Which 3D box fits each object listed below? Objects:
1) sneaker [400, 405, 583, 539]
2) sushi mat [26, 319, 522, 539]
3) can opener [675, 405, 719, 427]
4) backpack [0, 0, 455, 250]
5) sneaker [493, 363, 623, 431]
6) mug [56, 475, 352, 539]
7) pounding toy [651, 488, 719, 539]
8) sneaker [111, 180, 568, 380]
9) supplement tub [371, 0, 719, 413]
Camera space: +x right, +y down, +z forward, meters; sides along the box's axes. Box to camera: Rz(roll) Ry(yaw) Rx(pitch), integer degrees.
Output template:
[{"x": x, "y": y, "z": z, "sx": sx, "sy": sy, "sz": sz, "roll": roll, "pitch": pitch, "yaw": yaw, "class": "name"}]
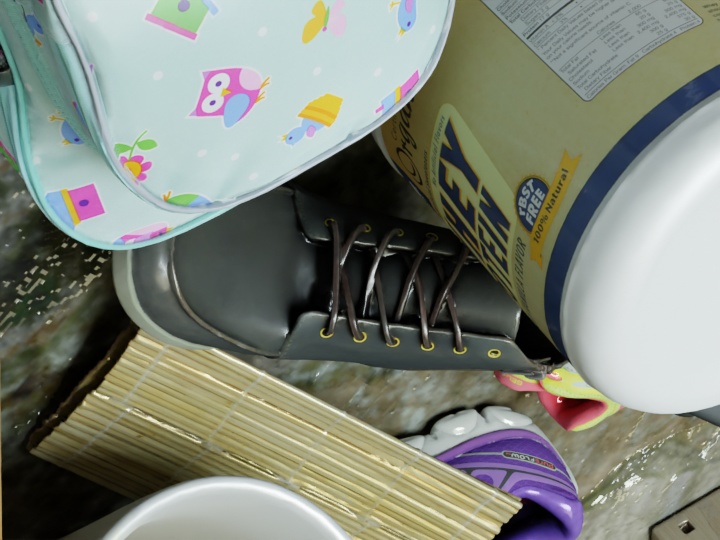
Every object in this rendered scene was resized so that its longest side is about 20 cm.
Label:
[{"x": 0.016, "y": 0.126, "z": 1.051, "sx": 0.199, "sy": 0.084, "sz": 0.081, "roll": -21, "pitch": 137, "yaw": -21, "class": "sneaker"}, {"x": -0.034, "y": 0.087, "z": 0.956, "sx": 0.199, "sy": 0.012, "sz": 0.096, "roll": 29, "pitch": 123, "yaw": -27, "class": "sushi mat"}, {"x": 0.161, "y": 0.036, "z": 1.015, "sx": 0.200, "sy": 0.053, "sz": 0.067, "roll": 24, "pitch": 83, "yaw": -60, "class": "can opener"}, {"x": -0.058, "y": -0.105, "z": 0.720, "sx": 0.175, "sy": 0.153, "sz": 0.200, "roll": -32, "pitch": 148, "yaw": -19, "class": "backpack"}, {"x": 0.094, "y": 0.016, "z": 1.015, "sx": 0.090, "sy": 0.078, "sz": 0.200, "roll": -37, "pitch": 142, "yaw": -1, "class": "sneaker"}, {"x": -0.102, "y": 0.169, "z": 0.926, "sx": 0.186, "sy": 0.153, "sz": 0.150, "roll": -18, "pitch": 92, "yaw": -33, "class": "mug"}, {"x": 0.240, "y": 0.250, "z": 1.272, "sx": 0.142, "sy": 0.184, "sz": 0.201, "roll": -27, "pitch": 140, "yaw": -16, "class": "pounding toy"}, {"x": 0.000, "y": 0.000, "z": 0.884, "sx": 0.199, "sy": 0.106, "sz": 0.075, "roll": 10, "pitch": 85, "yaw": -52, "class": "sneaker"}, {"x": 0.088, "y": -0.060, "z": 0.837, "sx": 0.144, "sy": 0.200, "sz": 0.145, "roll": -22, "pitch": 138, "yaw": -21, "class": "supplement tub"}]
